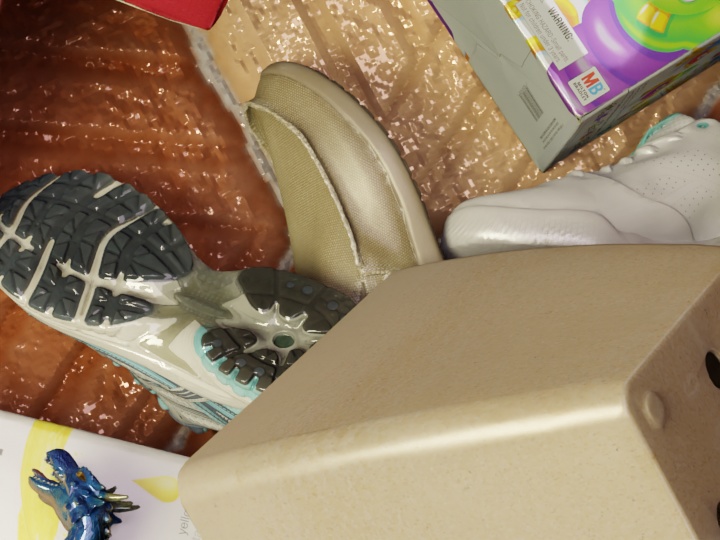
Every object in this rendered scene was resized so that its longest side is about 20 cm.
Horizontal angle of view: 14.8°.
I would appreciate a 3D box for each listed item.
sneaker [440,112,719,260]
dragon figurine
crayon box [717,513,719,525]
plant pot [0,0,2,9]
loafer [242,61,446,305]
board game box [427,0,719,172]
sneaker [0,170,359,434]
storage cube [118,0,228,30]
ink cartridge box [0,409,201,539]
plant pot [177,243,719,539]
[{"bbox_3d":[0.131,-0.032,1.252,0.200,0.075,0.089,1,69,-13],"label":"sneaker"},{"bbox_3d":[-0.099,0.164,1.086,0.099,0.059,0.200,-37,64,6],"label":"dragon figurine"},{"bbox_3d":[0.217,0.025,1.190,0.127,0.051,0.200,5,89,-4],"label":"crayon box"},{"bbox_3d":[-0.258,-0.096,1.161,0.195,0.201,0.201,14,79,-12],"label":"plant pot"},{"bbox_3d":[0.000,0.000,1.222,0.067,0.076,0.200,-30,85,-16],"label":"loafer"},{"bbox_3d":[0.144,-0.147,1.248,0.200,0.105,0.103,-32,84,-11],"label":"board game box"},{"bbox_3d":[-0.087,0.030,1.207,0.200,0.086,0.078,28,57,22],"label":"sneaker"},{"bbox_3d":[-0.107,-0.232,1.156,0.200,0.171,0.180,20,113,-13],"label":"storage cube"},{"bbox_3d":[-0.132,0.141,1.179,0.200,0.083,0.145,15,80,-4],"label":"ink cartridge box"},{"bbox_3d":[0.085,0.097,1.075,0.200,0.177,0.200,61,36,-9],"label":"plant pot"}]
